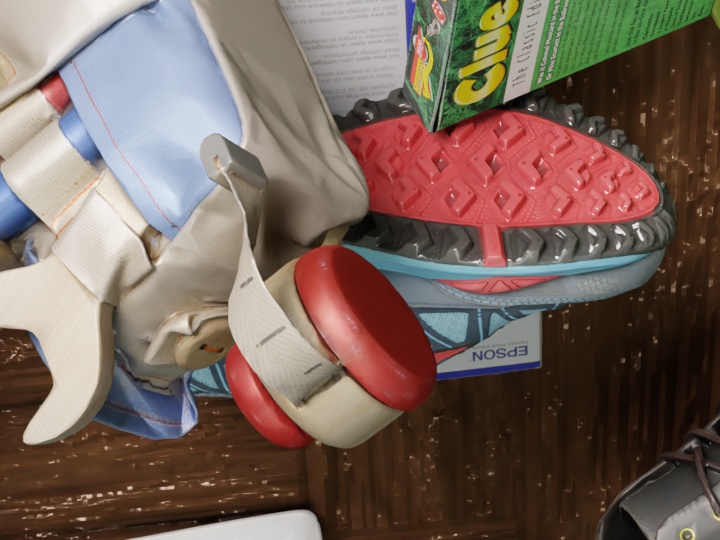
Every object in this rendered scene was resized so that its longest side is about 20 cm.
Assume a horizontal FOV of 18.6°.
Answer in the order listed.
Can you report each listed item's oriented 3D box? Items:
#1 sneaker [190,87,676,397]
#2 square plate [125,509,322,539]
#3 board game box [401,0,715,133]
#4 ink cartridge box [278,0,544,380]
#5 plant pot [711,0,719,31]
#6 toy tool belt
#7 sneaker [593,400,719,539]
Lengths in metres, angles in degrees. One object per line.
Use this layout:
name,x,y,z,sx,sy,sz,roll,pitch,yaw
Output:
sneaker,0.000,0.000,0.693,0.199,0.079,0.096,-5,139,8
square plate,-0.101,0.188,0.785,0.199,0.199,0.028,-10,138,1
board game box,0.069,-0.119,0.590,0.105,0.023,0.200,-25,154,-20
ink cartridge box,0.011,-0.047,0.714,0.094,0.037,0.200,-6,126,-3
plant pot,0.210,-0.070,0.625,0.200,0.184,0.201,-3,128,-4
toy tool belt,-0.065,-0.010,0.595,0.123,0.200,0.125,-38,143,17
sneaker,0.149,0.055,0.751,0.106,0.075,0.201,7,103,-20
